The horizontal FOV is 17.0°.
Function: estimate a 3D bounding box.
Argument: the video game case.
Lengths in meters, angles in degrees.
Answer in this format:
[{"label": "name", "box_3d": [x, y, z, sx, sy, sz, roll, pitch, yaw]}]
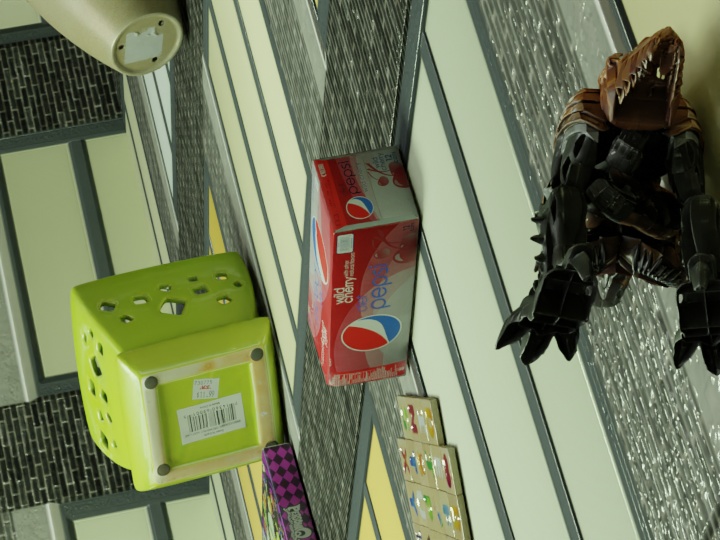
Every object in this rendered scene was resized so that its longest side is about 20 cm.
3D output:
[{"label": "video game case", "box_3d": [-0.068, 0.315, 2.554, 0.181, 0.036, 0.200, 94, 163, -51]}]

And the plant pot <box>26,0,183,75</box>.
[{"label": "plant pot", "box_3d": [-0.293, -0.325, 2.837, 0.200, 0.187, 0.187, 55, 158, 35]}]

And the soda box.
[{"label": "soda box", "box_3d": [0.000, 0.000, 1.725, 0.200, 0.063, 0.070, 94, 163, -54]}]

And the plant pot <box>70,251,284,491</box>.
[{"label": "plant pot", "box_3d": [-0.188, 0.118, 2.593, 0.182, 0.200, 0.199, -131, 31, -57]}]

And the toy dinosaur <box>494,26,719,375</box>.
[{"label": "toy dinosaur", "box_3d": [0.106, -0.034, 1.002, 0.200, 0.102, 0.136, 56, -148, -55]}]

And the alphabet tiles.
[{"label": "alphabet tiles", "box_3d": [0.055, 0.174, 1.758, 0.200, 0.006, 0.167, 170, 90, -80]}]
